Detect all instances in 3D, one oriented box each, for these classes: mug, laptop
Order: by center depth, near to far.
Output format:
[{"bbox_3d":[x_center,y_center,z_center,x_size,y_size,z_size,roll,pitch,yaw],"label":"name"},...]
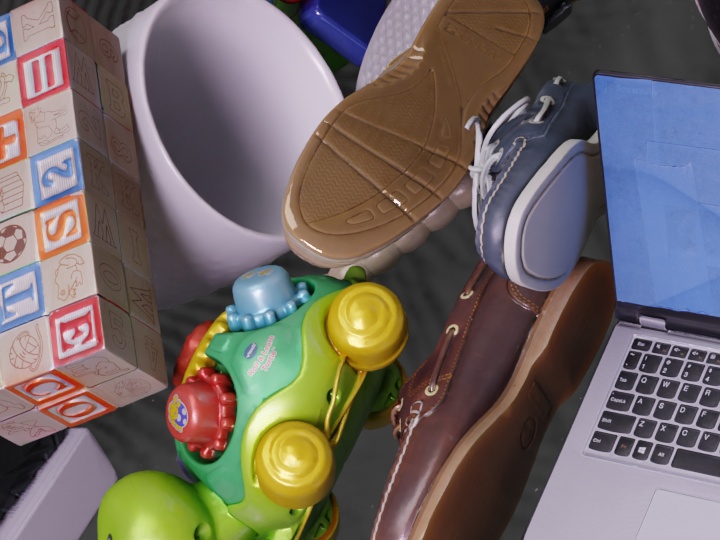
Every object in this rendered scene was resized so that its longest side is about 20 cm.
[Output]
[{"bbox_3d":[0.166,0.034,1.276,0.187,0.116,0.200,10,65,36],"label":"laptop"},{"bbox_3d":[-0.127,-0.040,1.513,0.175,0.148,0.200,-28,8,41],"label":"mug"}]

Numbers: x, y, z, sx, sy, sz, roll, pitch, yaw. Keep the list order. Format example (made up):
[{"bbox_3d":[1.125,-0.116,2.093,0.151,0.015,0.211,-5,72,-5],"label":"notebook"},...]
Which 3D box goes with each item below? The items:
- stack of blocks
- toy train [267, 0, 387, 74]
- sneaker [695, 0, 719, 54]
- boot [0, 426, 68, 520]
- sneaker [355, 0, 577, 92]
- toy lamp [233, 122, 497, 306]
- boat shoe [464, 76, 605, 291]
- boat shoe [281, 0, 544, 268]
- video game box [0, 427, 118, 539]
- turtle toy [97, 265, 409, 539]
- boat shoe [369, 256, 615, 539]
[{"bbox_3d":[-0.168,-0.021,1.393,0.115,0.059,0.201,-22,60,21],"label":"stack of blocks"},{"bbox_3d":[-0.032,-0.185,1.637,0.116,0.085,0.200,-30,40,37],"label":"toy train"},{"bbox_3d":[0.186,-0.144,1.348,0.067,0.202,0.108,-20,40,6],"label":"sneaker"},{"bbox_3d":[-0.267,0.108,1.488,0.168,0.077,0.200,2,36,34],"label":"boot"},{"bbox_3d":[0.074,-0.148,1.528,0.200,0.079,0.078,-59,37,14],"label":"sneaker"},{"bbox_3d":[0.000,0.000,1.479,0.200,0.058,0.058,-39,44,6],"label":"toy lamp"},{"bbox_3d":[0.086,-0.049,1.377,0.062,0.075,0.200,15,30,16],"label":"boat shoe"},{"bbox_3d":[0.024,-0.064,1.415,0.074,0.069,0.200,36,57,7],"label":"boat shoe"},{"bbox_3d":[-0.249,0.166,1.511,0.182,0.047,0.200,1,43,34],"label":"video game box"},{"bbox_3d":[-0.051,0.080,1.375,0.101,0.146,0.200,26,73,9],"label":"turtle toy"},{"bbox_3d":[0.052,0.071,1.375,0.070,0.070,0.200,16,58,29],"label":"boat shoe"}]
